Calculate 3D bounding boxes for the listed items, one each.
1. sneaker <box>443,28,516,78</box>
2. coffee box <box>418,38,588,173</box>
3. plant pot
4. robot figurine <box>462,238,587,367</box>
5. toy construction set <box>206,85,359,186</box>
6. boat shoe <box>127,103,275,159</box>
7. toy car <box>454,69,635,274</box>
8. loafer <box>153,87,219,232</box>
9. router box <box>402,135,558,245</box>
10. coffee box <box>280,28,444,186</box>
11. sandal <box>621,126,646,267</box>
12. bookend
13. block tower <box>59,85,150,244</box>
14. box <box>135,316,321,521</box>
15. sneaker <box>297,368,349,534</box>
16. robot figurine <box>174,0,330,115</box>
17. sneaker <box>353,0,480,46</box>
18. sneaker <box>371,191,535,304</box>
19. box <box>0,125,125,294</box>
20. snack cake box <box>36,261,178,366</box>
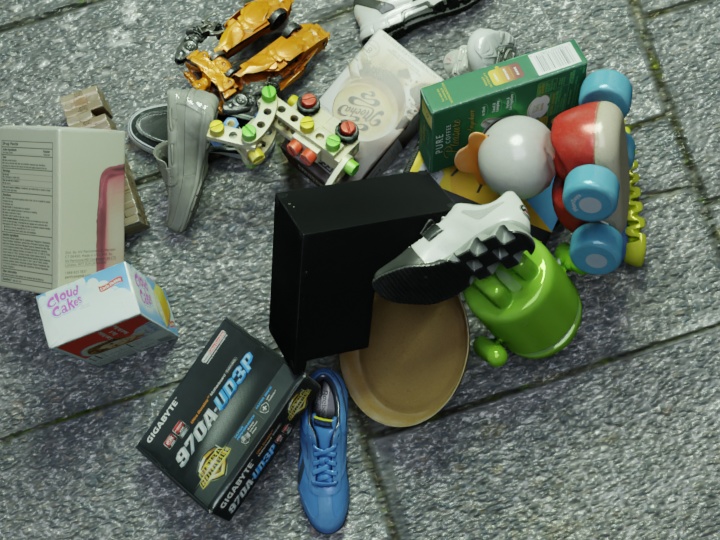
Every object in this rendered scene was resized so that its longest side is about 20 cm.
[{"bbox_3d":[0.143,-0.249,1.525,0.098,0.200,0.079,19,85,17],"label":"sneaker"},{"bbox_3d":[0.165,-0.193,1.449,0.198,0.123,0.044,-20,62,-7],"label":"coffee box"},{"bbox_3d":[0.057,0.090,1.511,0.198,0.027,0.203,-8,77,39],"label":"plant pot"},{"bbox_3d":[0.196,0.032,1.477,0.176,0.200,0.116,-49,52,-1],"label":"robot figurine"},{"bbox_3d":[-0.077,-0.141,1.490,0.200,0.092,0.131,43,65,3],"label":"toy construction set"},{"bbox_3d":[-0.210,-0.181,1.599,0.196,0.068,0.075,12,81,6],"label":"boat shoe"},{"bbox_3d":[0.209,-0.116,1.427,0.197,0.178,0.186,3,52,18],"label":"toy car"},{"bbox_3d":[-0.226,-0.140,1.550,0.069,0.070,0.202,15,123,-2],"label":"loafer"},{"bbox_3d":[0.162,-0.120,1.538,0.198,0.051,0.151,26,87,-10],"label":"router box"},{"bbox_3d":[0.005,-0.190,1.579,0.113,0.080,0.201,39,85,9],"label":"coffee box"},{"bbox_3d":[0.306,-0.103,1.545,0.086,0.080,0.203,-5,78,7],"label":"sandal"},{"bbox_3d":[0.000,0.000,1.467,0.197,0.201,0.092,-11,38,-21],"label":"bookend"},{"bbox_3d":[-0.332,-0.135,1.608,0.057,0.054,0.203,-19,80,2],"label":"block tower"},{"bbox_3d":[-0.163,0.180,1.513,0.158,0.046,0.201,32,84,37],"label":"box"},{"bbox_3d":[-0.047,0.222,1.515,0.065,0.078,0.203,-1,82,2],"label":"sneaker"},{"bbox_3d":[-0.141,-0.276,1.583,0.199,0.058,0.145,-39,78,-25],"label":"robot figurine"},{"bbox_3d":[0.081,-0.365,1.607,0.198,0.074,0.081,-21,77,0],"label":"sneaker"},{"bbox_3d":[0.103,-0.027,1.399,0.198,0.074,0.089,-22,46,21],"label":"sneaker"},{"bbox_3d":[-0.370,-0.076,1.528,0.127,0.108,0.203,7,98,38],"label":"box"},{"bbox_3d":[-0.303,0.057,1.499,0.114,0.200,0.068,-19,79,0],"label":"snack cake box"}]
